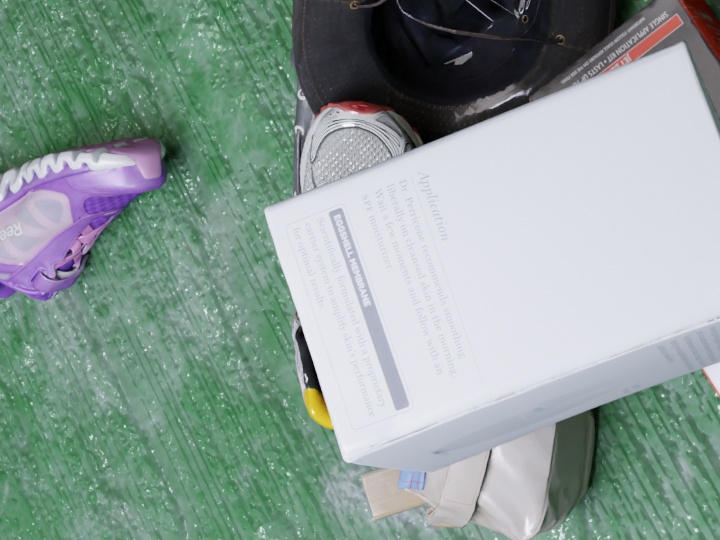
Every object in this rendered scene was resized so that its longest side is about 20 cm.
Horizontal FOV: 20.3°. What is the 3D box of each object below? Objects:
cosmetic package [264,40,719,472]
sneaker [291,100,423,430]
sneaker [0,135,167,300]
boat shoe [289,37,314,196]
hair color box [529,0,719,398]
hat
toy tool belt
[{"bbox_3d":[0.086,0.002,0.935,0.199,0.199,0.124,-20,79,9],"label":"cosmetic package"},{"bbox_3d":[0.000,0.000,1.130,0.077,0.082,0.201,3,117,6],"label":"sneaker"},{"bbox_3d":[-0.197,-0.029,1.300,0.199,0.080,0.089,-17,88,36],"label":"sneaker"},{"bbox_3d":[-0.015,-0.124,1.186,0.056,0.069,0.201,1,92,33],"label":"boat shoe"},{"bbox_3d":[0.187,-0.038,1.054,0.101,0.061,0.201,-38,74,22],"label":"hair color box"},{"bbox_3d":[0.050,-0.155,1.125,0.201,0.200,0.081,-44,27,24],"label":"hat"},{"bbox_3d":[0.061,0.045,1.106,0.122,0.125,0.201,5,92,24],"label":"toy tool belt"}]
